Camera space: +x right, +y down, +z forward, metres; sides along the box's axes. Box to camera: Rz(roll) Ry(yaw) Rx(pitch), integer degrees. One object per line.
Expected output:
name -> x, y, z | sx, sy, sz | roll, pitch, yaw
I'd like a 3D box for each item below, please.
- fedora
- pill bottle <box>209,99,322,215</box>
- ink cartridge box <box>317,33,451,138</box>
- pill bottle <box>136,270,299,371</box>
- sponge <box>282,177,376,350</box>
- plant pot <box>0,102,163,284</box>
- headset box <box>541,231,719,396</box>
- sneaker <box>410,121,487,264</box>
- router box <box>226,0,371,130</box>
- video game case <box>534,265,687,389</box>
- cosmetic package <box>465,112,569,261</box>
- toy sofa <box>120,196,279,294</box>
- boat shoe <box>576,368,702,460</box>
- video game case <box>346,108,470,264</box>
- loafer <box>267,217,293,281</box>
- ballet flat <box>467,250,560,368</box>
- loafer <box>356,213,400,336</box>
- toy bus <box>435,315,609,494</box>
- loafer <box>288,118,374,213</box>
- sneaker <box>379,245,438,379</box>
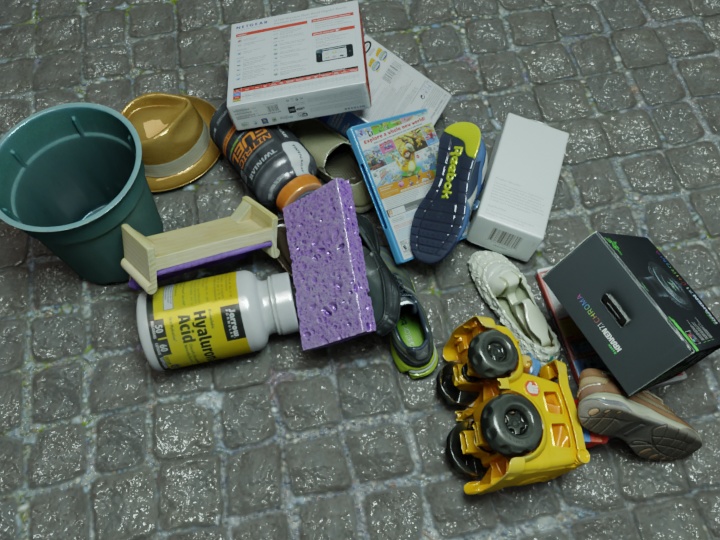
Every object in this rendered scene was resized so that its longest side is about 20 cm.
fedora -> -0.314, -0.220, 1.068 | 0.200, 0.082, 0.201 | 0, 64, 0
pill bottle -> -0.135, -0.167, 1.021 | 0.106, 0.106, 0.200 | -33, 65, -14
ink cartridge box -> 0.022, -0.266, 1.053 | 0.200, 0.076, 0.137 | 34, 66, -7
pill bottle -> -0.187, 0.061, 0.912 | 0.199, 0.111, 0.112 | -12, 64, -5
sponge -> -0.044, -0.006, 0.879 | 0.111, 0.030, 0.201 | -20, 74, 40
plant pot -> -0.371, -0.090, 0.941 | 0.199, 0.196, 0.201 | -1, 63, 1
headset box -> 0.338, 0.047, 0.837 | 0.200, 0.093, 0.175 | 1, 51, -50
sneaker -> 0.131, -0.100, 0.948 | 0.074, 0.082, 0.201 | 19, 87, 25
router box -> -0.090, -0.300, 0.992 | 0.199, 0.049, 0.180 | -8, 57, 7
video game case -> 0.343, 0.073, 0.946 | 0.142, 0.017, 0.201 | -12, 64, -5
cosmetic package -> 0.233, -0.125, 1.006 | 0.101, 0.074, 0.201 | 21, 62, 3
toy sofa -> -0.212, -0.025, 0.916 | 0.199, 0.098, 0.083 | -18, 37, -37
boat shoe -> 0.342, 0.173, 0.832 | 0.200, 0.076, 0.072 | 29, 40, -26
video game case -> 0.074, -0.124, 0.978 | 0.143, 0.018, 0.201 | -21, 91, -31
loafer -> -0.067, -0.010, 0.966 | 0.073, 0.071, 0.200 | -40, 69, -17
ballet flat -> 0.217, 0.043, 0.938 | 0.072, 0.072, 0.200 | -23, 65, -10
loafer -> 0.000, 0.000, 0.901 | 0.068, 0.070, 0.201 | -39, 45, 25
toy bus -> 0.208, 0.166, 0.850 | 0.191, 0.136, 0.201 | 1, 60, -17
loafer -> -0.042, -0.177, 1.049 | 0.076, 0.068, 0.200 | -38, 69, -16
sneaker -> 0.054, 0.044, 0.931 | 0.074, 0.081, 0.201 | -22, 65, -9
